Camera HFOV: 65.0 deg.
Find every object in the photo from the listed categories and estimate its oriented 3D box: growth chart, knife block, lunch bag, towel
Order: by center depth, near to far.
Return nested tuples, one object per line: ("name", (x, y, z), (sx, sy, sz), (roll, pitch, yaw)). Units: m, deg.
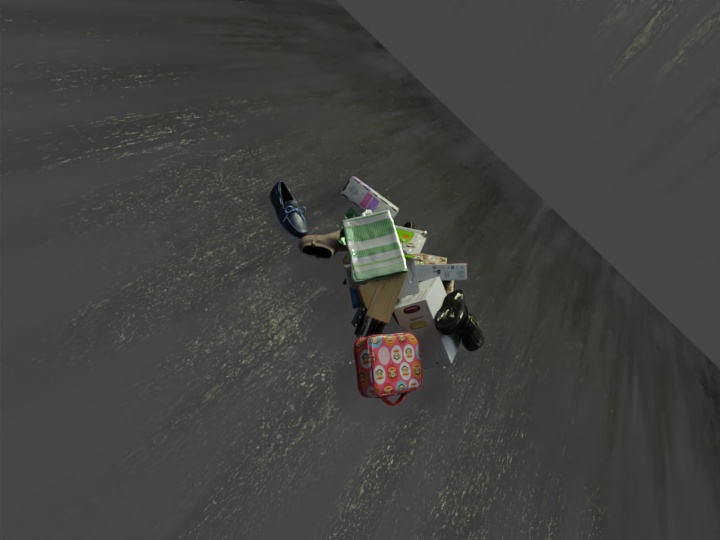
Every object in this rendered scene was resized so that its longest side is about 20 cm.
("lunch bag", (0.077, 0.255, 1.454), (0.197, 0.081, 0.181), (5, 72, -43))
("towel", (0.033, -0.067, 1.531), (0.148, 0.024, 0.204), (-13, 59, -1))
("knife block", (0.062, 0.103, 1.532), (0.064, 0.196, 0.179), (-156, -138, -79))
("growth chart", (0.118, -0.080, 1.607), (0.141, 0.018, 0.201), (9, 30, 9))

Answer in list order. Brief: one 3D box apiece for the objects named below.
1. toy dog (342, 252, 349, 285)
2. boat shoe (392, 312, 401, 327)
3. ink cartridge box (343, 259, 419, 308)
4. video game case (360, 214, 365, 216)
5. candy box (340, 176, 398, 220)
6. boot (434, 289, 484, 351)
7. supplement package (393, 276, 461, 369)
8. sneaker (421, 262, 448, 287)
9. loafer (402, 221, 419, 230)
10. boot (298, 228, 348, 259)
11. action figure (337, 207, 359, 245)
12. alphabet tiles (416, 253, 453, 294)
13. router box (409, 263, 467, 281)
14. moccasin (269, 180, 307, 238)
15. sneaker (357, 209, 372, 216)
("toy dog", (0.000, 0.000, 1.713), (0.133, 0.096, 0.198), (53, 20, 26))
("boat shoe", (0.100, 0.086, 1.688), (0.203, 0.071, 0.066), (56, 6, -21))
("ink cartridge box", (0.059, 0.026, 1.593), (0.067, 0.195, 0.119), (-151, -130, -81))
("video game case", (0.049, -0.085, 1.769), (0.198, 0.181, 0.023), (33, 65, -13))
("candy box", (0.035, -0.239, 1.955), (0.198, 0.072, 0.168), (36, 9, -2))
("boot", (0.280, 0.164, 1.574), (0.161, 0.078, 0.211), (66, 29, -14))
("supplement package", (0.197, 0.152, 1.627), (0.204, 0.109, 0.156), (66, 30, -13))
("sneaker", (0.254, 0.045, 1.899), (0.095, 0.072, 0.203), (5, 40, -1))
("loafer", (0.158, -0.117, 1.955), (0.070, 0.074, 0.202), (28, 30, -12))
("boot", (-0.082, -0.070, 1.646), (0.194, 0.072, 0.147), (0, 18, 3))
("action figure", (0.026, -0.081, 1.659), (0.199, 0.054, 0.120), (38, 63, -32))
("alphabet tiles", (0.229, 0.016, 1.870), (0.163, 0.008, 0.202), (10, 43, 8))
("router box", (0.213, 0.006, 1.760), (0.194, 0.050, 0.179), (-1, 0, -6))
("moccasin", (-0.217, -0.185, 1.692), (0.079, 0.069, 0.202), (-11, 57, -47))
("sneaker", (0.027, -0.133, 1.832), (0.088, 0.077, 0.200), (62, 8, 15))
